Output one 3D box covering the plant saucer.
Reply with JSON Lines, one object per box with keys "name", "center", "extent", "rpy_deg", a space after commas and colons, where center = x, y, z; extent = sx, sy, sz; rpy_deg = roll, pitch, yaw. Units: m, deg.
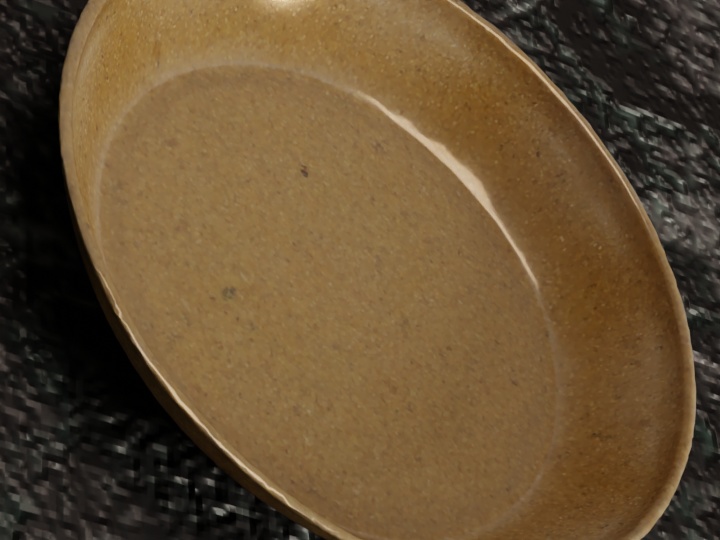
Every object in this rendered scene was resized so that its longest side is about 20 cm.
{"name": "plant saucer", "center": [0.000, 0.000, 0.735], "extent": [0.200, 0.035, 0.200], "rpy_deg": [24, 46, -26]}
